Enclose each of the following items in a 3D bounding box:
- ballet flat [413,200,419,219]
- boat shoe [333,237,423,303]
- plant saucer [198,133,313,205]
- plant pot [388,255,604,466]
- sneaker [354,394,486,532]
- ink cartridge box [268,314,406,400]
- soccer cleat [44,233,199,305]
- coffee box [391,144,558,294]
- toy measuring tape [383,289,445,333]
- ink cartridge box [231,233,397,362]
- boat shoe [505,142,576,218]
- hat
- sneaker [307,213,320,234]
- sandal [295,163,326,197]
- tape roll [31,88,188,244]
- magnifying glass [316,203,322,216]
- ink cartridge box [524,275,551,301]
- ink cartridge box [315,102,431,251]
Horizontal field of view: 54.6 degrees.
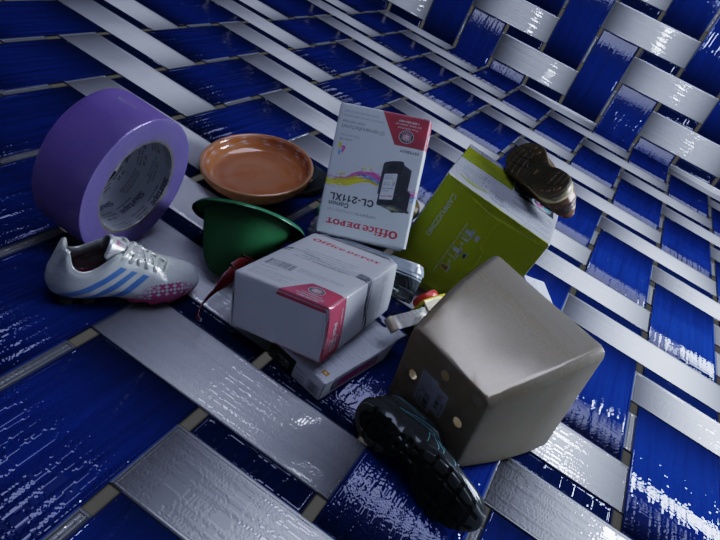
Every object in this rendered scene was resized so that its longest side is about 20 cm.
[{"bbox_3d":[0.043,-0.147,1.333,0.063,0.069,0.200,54,-8,-33],"label":"ballet flat"},{"bbox_3d":[0.000,0.000,1.099,0.198,0.072,0.072,16,-11,26],"label":"boat shoe"},{"bbox_3d":[-0.183,-0.175,1.227,0.198,0.038,0.201,6,41,-5],"label":"plant saucer"},{"bbox_3d":[0.155,0.136,0.912,0.176,0.201,0.200,-20,52,-37],"label":"plant pot"},{"bbox_3d":[0.082,0.217,0.830,0.079,0.076,0.200,-9,45,-48],"label":"sneaker"},{"bbox_3d":[-0.027,0.101,0.963,0.094,0.037,0.199,38,35,21],"label":"ink cartridge box"},{"bbox_3d":[-0.287,-0.004,0.873,0.199,0.087,0.070,-3,41,-41],"label":"soccer cleat"},{"bbox_3d":[0.198,-0.063,1.206,0.199,0.200,0.198,36,31,3],"label":"coffee box"},{"bbox_3d":[0.086,0.073,1.039,0.074,0.074,0.199,42,33,26],"label":"toy measuring tape"},{"bbox_3d":[-0.058,0.028,0.943,0.144,0.086,0.200,20,27,22],"label":"ink cartridge box"},{"bbox_3d":[0.303,-0.151,1.179,0.068,0.072,0.201,55,8,-34],"label":"boat shoe"},{"bbox_3d":[-0.186,0.005,0.996,0.164,0.178,0.199,1,-16,38],"label":"hat"},{"bbox_3d":[0.007,-0.103,1.171,0.088,0.200,0.074,49,11,11],"label":"sneaker"},{"bbox_3d":[-0.122,-0.173,1.298,0.075,0.048,0.200,37,33,20],"label":"sandal"},{"bbox_3d":[-0.326,-0.131,0.926,0.085,0.201,0.200,32,30,13],"label":"tape roll"},{"bbox_3d":[0.013,-0.080,1.290,0.198,0.023,0.080,16,31,-13],"label":"magnifying glass"},{"bbox_3d":[0.281,0.103,1.138,0.044,0.095,0.201,19,30,-12],"label":"ink cartridge box"},{"bbox_3d":[0.021,-0.142,1.089,0.144,0.202,0.083,11,2,2],"label":"ink cartridge box"}]
